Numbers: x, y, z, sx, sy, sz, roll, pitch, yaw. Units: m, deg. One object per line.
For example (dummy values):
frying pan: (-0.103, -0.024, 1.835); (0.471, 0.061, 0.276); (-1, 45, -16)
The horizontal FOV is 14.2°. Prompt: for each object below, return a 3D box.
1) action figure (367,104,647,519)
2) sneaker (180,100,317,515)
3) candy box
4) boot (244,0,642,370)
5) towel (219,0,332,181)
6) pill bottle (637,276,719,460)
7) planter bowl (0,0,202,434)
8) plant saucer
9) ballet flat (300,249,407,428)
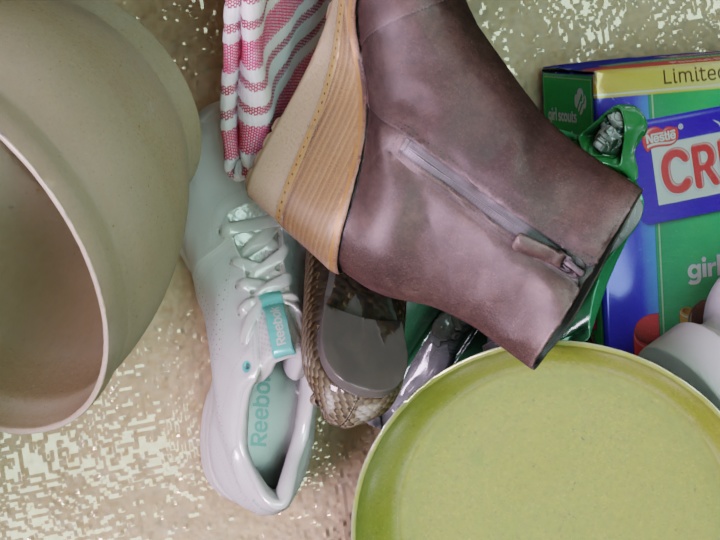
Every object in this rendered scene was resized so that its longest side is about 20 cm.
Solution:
action figure: (0.076, 0.004, 1.391); (0.200, 0.118, 0.055); (-56, 154, 5)
sneaker: (-0.045, 0.018, 1.380); (0.075, 0.088, 0.201); (-7, 96, -11)
candy box: (0.184, -0.011, 1.472); (0.168, 0.077, 0.201); (-6, 96, -21)
boot: (0.057, -0.075, 1.311); (0.166, 0.072, 0.201); (28, 96, 12)
towel: (-0.015, -0.149, 1.322); (0.146, 0.030, 0.200); (-49, 156, -38)
pill bottle: (0.238, 0.028, 1.395); (0.200, 0.116, 0.116); (-31, 104, -18)
planter bowl: (-0.156, -0.047, 1.296); (0.201, 0.200, 0.135); (56, 49, -16)
plant saucer: (0.096, 0.124, 1.356); (0.199, 0.031, 0.201); (3, 107, 8)
ballet flat: (0.000, 0.000, 1.373); (0.067, 0.200, 0.046); (15, 133, -11)
